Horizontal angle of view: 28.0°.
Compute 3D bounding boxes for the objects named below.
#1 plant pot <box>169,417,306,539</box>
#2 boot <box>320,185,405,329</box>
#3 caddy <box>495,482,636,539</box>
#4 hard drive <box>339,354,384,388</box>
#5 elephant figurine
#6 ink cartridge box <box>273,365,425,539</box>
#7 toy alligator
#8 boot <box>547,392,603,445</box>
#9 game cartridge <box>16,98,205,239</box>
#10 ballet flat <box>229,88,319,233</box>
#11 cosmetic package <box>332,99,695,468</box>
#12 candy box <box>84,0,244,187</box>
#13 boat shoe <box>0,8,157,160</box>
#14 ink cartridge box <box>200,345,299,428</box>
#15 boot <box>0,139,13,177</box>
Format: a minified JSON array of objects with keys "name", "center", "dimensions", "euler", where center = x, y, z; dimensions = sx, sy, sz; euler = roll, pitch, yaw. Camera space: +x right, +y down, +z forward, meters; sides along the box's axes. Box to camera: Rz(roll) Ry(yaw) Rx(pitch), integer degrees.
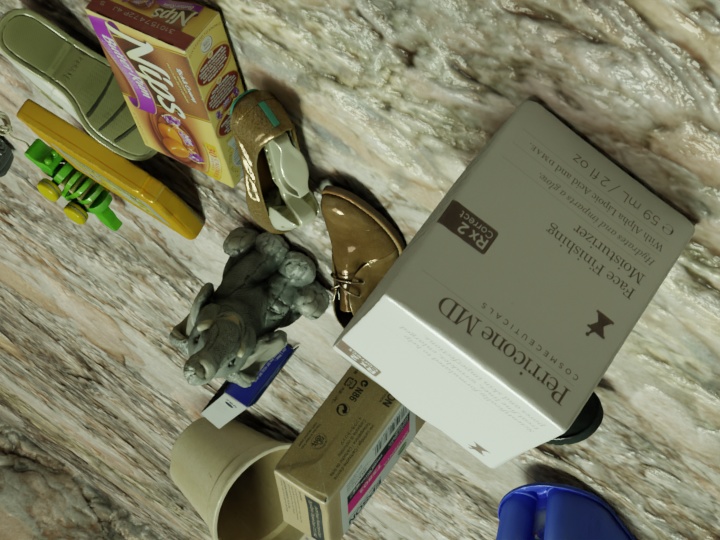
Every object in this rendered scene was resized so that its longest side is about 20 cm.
[{"name":"plant pot","center":[-0.182,0.307,2.139],"dimensions":[0.183,0.200,0.201],"euler":[31,160,45]},{"name":"boot","center":[0.000,0.000,1.400],"dimensions":[0.074,0.075,0.200],"euler":[22,152,36]},{"name":"caddy","center":[0.237,0.319,1.642],"dimensions":[0.141,0.105,0.200],"euler":[-16,128,33]},{"name":"hard drive","center":[0.074,0.120,1.440],"dimensions":[0.132,0.026,0.200],"euler":[34,-175,28]},{"name":"elephant figurine","center":[-0.141,0.060,1.553],"dimensions":[0.141,0.200,0.155],"euler":[19,152,35]},{"name":"ink cartridge box","center":[-0.007,0.194,1.618],"dimensions":[0.075,0.200,0.165],"euler":[30,157,18]},{"name":"toy alligator","center":[-0.353,-0.118,1.696],"dimensions":[0.200,0.059,0.054],"euler":[44,156,-16]},{"name":"boot","center":[0.125,0.075,1.363],"dimensions":[0.198,0.073,0.163],"euler":[27,160,38]},{"name":"game cartridge","center":[-0.266,-0.105,1.561],"dimensions":[0.176,0.032,0.200],"euler":[32,176,12]},{"name":"ballet flat","center":[-0.071,-0.084,1.345],"dimensions":[0.072,0.068,0.200],"euler":[44,158,31]},{"name":"cosmetic package","center":[0.113,0.015,1.101],"dimensions":[0.165,0.200,0.165],"euler":[37,158,-1]},{"name":"candy box","center":[-0.166,-0.173,1.330],"dimensions":[0.117,0.056,0.200],"euler":[27,157,23]},{"name":"boat shoe","center":[-0.280,-0.191,1.453],"dimensions":[0.200,0.075,0.068],"euler":[44,176,-20]},{"name":"ink cartridge box","center":[-0.144,0.141,1.845],"dimensions":[0.039,0.099,0.200],"euler":[40,157,-5]},{"name":"boot","center":[-0.549,-0.182,1.865],"dimensions":[0.200,0.066,0.165],"euler":[10,144,55]}]
